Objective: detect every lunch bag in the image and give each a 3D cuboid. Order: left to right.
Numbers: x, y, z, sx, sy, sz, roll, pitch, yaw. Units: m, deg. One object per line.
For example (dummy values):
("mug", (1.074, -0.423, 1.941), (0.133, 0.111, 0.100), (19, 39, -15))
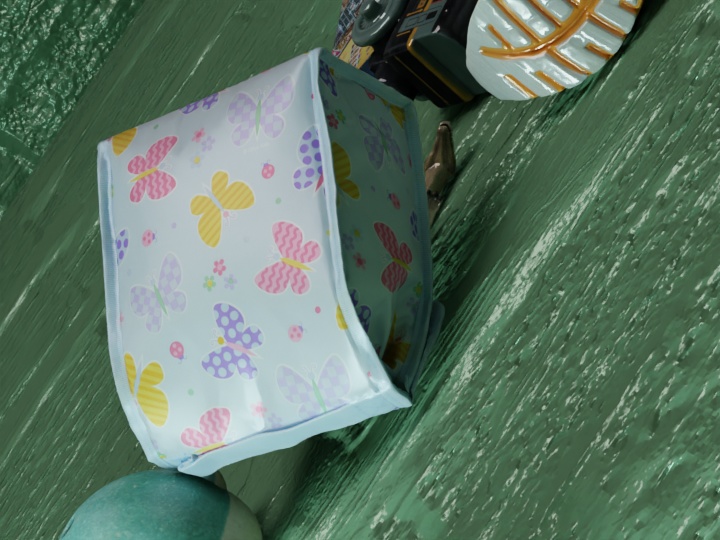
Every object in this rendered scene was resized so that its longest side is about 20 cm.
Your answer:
("lunch bag", (-0.050, 0.005, 1.283), (0.169, 0.127, 0.201), (-22, 60, 29))

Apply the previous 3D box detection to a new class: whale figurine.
("whale figurine", (-0.137, 0.174, 1.324), (0.160, 0.103, 0.200), (-60, 17, -15))

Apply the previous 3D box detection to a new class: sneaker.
("sneaker", (0.136, -0.175, 1.283), (0.200, 0.078, 0.077), (-47, 4, 21))

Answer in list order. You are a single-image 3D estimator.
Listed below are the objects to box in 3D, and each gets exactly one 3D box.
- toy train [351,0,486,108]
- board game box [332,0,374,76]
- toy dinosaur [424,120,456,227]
("toy train", (0.074, -0.190, 1.489), (0.114, 0.085, 0.201), (-9, 46, 54))
("board game box", (0.030, -0.199, 1.717), (0.136, 0.035, 0.200), (-48, 17, 28))
("toy dinosaur", (0.000, 0.000, 1.394), (0.200, 0.058, 0.101), (-46, 2, 11))
